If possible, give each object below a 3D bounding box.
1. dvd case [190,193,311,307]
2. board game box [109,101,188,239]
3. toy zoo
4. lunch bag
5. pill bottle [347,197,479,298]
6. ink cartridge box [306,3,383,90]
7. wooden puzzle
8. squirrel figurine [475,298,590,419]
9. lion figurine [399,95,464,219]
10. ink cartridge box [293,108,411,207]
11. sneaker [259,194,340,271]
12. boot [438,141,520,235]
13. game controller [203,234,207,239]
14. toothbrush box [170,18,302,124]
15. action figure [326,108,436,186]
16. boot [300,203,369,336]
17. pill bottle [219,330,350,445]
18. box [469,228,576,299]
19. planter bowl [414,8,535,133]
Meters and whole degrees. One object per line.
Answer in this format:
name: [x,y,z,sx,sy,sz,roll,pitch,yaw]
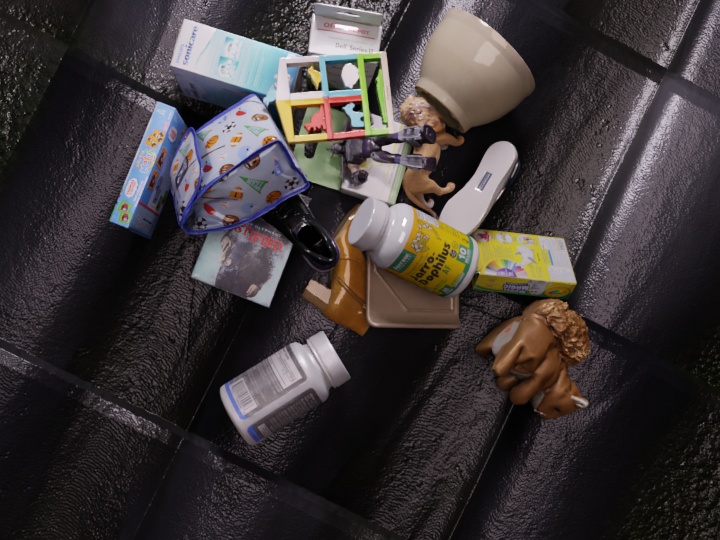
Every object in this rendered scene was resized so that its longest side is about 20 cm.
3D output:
dvd case: [-0.185,-0.056,1.142,0.145,0.022,0.201,22,85,-3]
board game box: [-0.341,-0.159,1.108,0.036,0.151,0.201,21,85,-3]
toy zoo: [-0.051,-0.267,1.043,0.199,0.020,0.132,-7,89,-8]
lunch bag: [-0.206,-0.158,1.044,0.199,0.170,0.124,-31,133,4]
pill bottle: [0.085,-0.041,1.098,0.199,0.113,0.113,25,84,-21]
ink cartridge box: [-0.030,-0.366,1.126,0.116,0.200,0.068,8,86,-5]
wooden puzzle: [0.091,0.001,1.178,0.184,0.037,0.201,3,80,-25]
squirrel figurine: [0.330,0.157,1.168,0.187,0.142,0.200,45,86,-8]
lion figurine: [0.110,-0.191,1.158,0.122,0.072,0.201,9,87,-41]
ink cartridge box: [-0.016,-0.211,1.197,0.199,0.048,0.146,17,86,-7]
sneaker: [-0.107,-0.085,1.093,0.200,0.088,0.076,43,85,0]
boot: [0.218,-0.129,1.196,0.073,0.090,0.200,40,98,23]
game controller: [-0.227,-0.087,1.164,0.104,0.042,0.200,-36,91,9]
toothbrush box: [-0.203,-0.327,1.134,0.199,0.146,0.086,15,85,-3]
action figure: [0.027,-0.205,1.117,0.199,0.069,0.131,5,100,29]
boot: [0.000,0.000,1.181,0.143,0.071,0.202,29,87,-10]
pill bottle: [-0.124,0.193,1.129,0.199,0.114,0.114,-31,90,-7]
box: [0.267,-0.013,1.183,0.199,0.049,0.118,8,45,-6]
planter bowl: [0.179,-0.324,1.155,0.200,0.200,0.135,41,94,-2]
